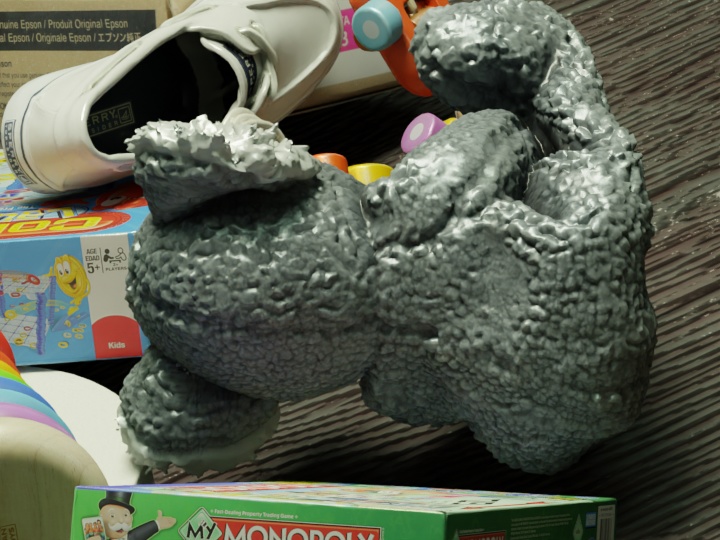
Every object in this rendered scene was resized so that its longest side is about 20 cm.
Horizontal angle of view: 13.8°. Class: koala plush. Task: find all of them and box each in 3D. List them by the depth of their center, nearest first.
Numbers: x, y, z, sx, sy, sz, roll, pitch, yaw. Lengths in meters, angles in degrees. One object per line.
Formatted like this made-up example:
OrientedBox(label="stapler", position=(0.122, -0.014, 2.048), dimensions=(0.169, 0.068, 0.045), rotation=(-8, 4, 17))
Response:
OrientedBox(label="koala plush", position=(0.000, 0.000, 1.164), dimensions=(0.199, 0.178, 0.184), rotation=(0, 30, -17))

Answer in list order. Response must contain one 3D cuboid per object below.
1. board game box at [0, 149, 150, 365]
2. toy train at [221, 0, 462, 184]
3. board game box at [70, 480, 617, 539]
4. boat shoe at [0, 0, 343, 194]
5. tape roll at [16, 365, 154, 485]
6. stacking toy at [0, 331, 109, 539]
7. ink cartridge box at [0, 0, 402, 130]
OrientedBox(label="board game box", position=(-0.173, -0.008, 1.350), dimensions=(0.198, 0.056, 0.196), rotation=(-4, 14, 8))
OrientedBox(label="toy train", position=(0.000, -0.058, 1.362), dimensions=(0.055, 0.151, 0.200), rotation=(-25, 14, 43))
OrientedBox(label="board game box", position=(0.000, 0.093, 1.055), dimensions=(0.134, 0.029, 0.200), rotation=(3, -2, 21))
OrientedBox(label="boat shoe", position=(-0.068, -0.083, 1.340), dimensions=(0.065, 0.074, 0.200), rotation=(-4, 22, 47))
OrientedBox(label="tape roll", position=(-0.182, 0.100, 1.196), dimensions=(0.201, 0.037, 0.203), rotation=(-8, 26, 4))
OrientedBox(label="stacking toy", position=(-0.150, 0.063, 1.136), dimensions=(0.085, 0.086, 0.200), rotation=(-13, 22, -10))
OrientedBox(label="ink cartridge box", position=(-0.078, -0.118, 1.498), dimensions=(0.164, 0.076, 0.199), rotation=(2, 13, 42))
